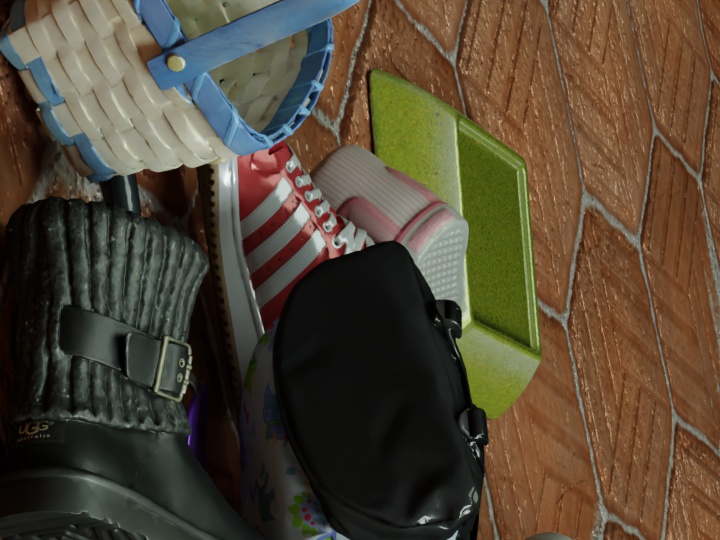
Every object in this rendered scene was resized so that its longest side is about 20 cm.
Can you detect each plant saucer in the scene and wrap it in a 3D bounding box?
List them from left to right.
[{"bbox_3d":[0.069,-0.017,1.852,0.200,0.048,0.201,27,57,-66],"label":"plant saucer"}]

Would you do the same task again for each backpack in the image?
[{"bbox_3d":[0.000,0.111,1.435,0.200,0.153,0.164,68,6,-59],"label":"backpack"}]

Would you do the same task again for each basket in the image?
[{"bbox_3d":[-0.056,-0.136,1.341,0.139,0.200,0.176,54,32,-16],"label":"basket"}]

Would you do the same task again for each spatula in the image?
[{"bbox_3d":[-0.100,0.026,1.423,0.057,0.020,0.201,-67,142,-75],"label":"spatula"}]

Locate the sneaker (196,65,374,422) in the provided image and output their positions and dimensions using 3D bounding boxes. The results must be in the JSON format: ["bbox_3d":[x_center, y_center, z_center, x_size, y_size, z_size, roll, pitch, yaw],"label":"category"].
[{"bbox_3d":[-0.024,-0.024,1.482,0.071,0.112,0.201,-115,-163,-71],"label":"sneaker"}]

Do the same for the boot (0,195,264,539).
[{"bbox_3d":[-0.097,0.069,1.333,0.211,0.079,0.158,45,41,-57],"label":"boot"}]

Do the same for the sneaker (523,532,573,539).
[{"bbox_3d":[0.138,0.271,1.730,0.201,0.074,0.118,62,18,-18],"label":"sneaker"}]

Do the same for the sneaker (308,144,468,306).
[{"bbox_3d":[0.000,0.000,1.628,0.075,0.105,0.200,-44,162,-26],"label":"sneaker"}]
